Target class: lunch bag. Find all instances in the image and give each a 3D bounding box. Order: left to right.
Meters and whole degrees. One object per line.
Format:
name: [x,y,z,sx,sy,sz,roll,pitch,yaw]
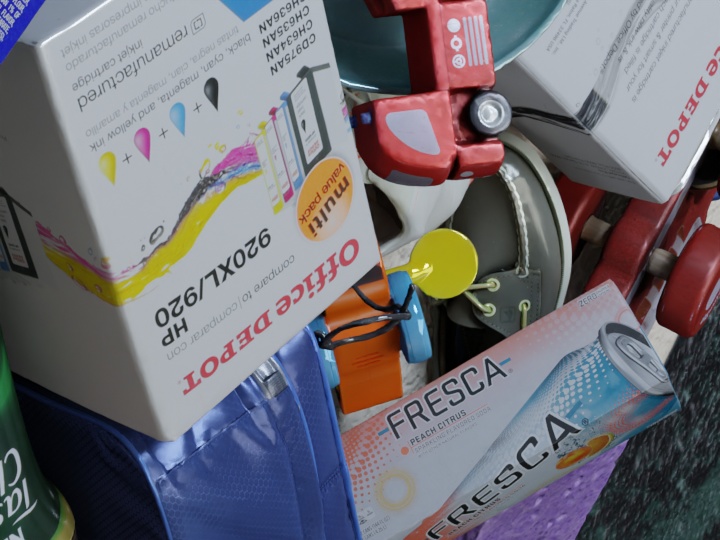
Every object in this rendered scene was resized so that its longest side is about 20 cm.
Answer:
lunch bag: [-0.078,0.103,1.053,0.132,0.135,0.201,-37,132,-33]

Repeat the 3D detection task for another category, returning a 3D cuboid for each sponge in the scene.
sponge: [0.083,0.168,1.311,0.111,0.030,0.201,-7,130,-47]

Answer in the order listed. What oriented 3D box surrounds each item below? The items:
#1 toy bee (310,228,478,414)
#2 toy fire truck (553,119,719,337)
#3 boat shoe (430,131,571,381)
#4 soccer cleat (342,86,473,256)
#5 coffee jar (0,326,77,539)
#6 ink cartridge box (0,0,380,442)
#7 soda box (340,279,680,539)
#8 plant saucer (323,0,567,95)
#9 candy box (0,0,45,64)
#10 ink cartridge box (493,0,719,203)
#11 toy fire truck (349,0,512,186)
toy bee: [0.000,0.000,1.113,0.130,0.200,0.110,-10,74,-24]
toy fire truck: [0.187,-0.042,1.339,0.201,0.112,0.168,-63,165,-5]
boat shoe: [0.074,0.019,1.244,0.060,0.072,0.203,-36,135,-40]
soccer cleat: [0.007,-0.088,1.122,0.078,0.069,0.201,-42,137,-23]
coffee jar: [-0.190,0.081,0.952,0.104,0.085,0.201,-39,134,-31]
ink cartridge box: [-0.103,-0.062,0.939,0.147,0.144,0.201,-39,133,-31]
soda box: [0.070,0.089,1.194,0.199,0.069,0.064,-31,156,4]
plant saucer: [0.013,-0.182,1.041,0.198,0.036,0.202,0,90,-14]
candy box: [-0.163,-0.172,0.798,0.201,0.168,0.077,-58,144,-14]
ink cartridge box: [0.120,-0.151,1.182,0.200,0.084,0.145,40,76,-38]
toy fire truck: [-0.013,-0.134,0.990,0.140,0.049,0.202,-7,92,-13]
